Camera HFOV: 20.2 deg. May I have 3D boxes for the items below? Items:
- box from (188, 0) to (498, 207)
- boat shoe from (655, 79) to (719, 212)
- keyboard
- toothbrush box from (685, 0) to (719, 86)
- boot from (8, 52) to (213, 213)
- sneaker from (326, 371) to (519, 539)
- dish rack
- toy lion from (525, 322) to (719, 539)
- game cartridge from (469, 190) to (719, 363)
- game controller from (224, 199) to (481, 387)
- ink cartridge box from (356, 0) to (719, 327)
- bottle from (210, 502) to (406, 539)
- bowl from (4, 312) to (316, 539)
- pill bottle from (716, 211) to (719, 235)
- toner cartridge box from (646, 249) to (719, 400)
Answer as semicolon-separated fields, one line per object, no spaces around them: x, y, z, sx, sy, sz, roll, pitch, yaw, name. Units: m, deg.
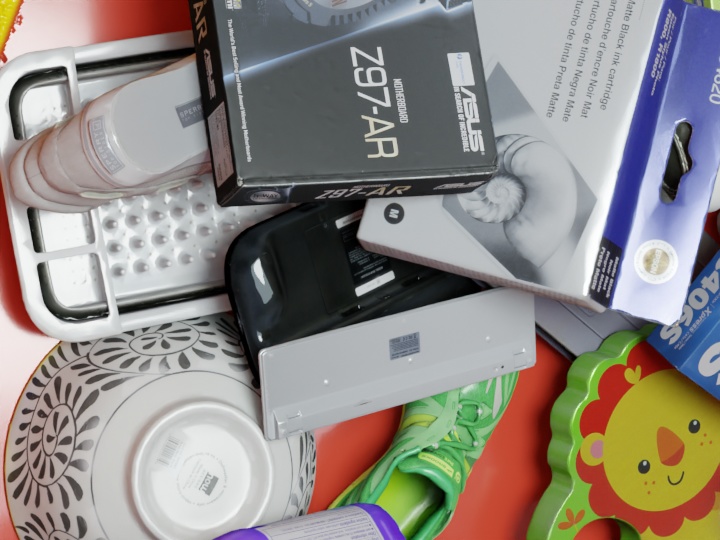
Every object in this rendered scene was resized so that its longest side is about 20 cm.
-0.015;-0.140;1.148;0.159;0.044;0.201;-3;78;-22;box
0.160;-0.117;1.259;0.063;0.071;0.201;-16;67;-29;boat shoe
0.026;0.053;1.220;0.199;0.011;0.057;-14;104;-31;keyboard
0.222;-0.168;1.305;0.086;0.145;0.201;-7;92;-21;toothbrush box
-0.116;-0.083;1.171;0.200;0.095;0.074;-19;92;-55;boot
0.049;0.116;1.272;0.074;0.083;0.201;34;80;-20;sneaker
-0.121;-0.055;1.230;0.199;0.044;0.173;-11;93;-20;dish rack
0.183;0.143;1.319;0.200;0.069;0.192;-42;112;-15;toy lion
0.147;-0.015;1.309;0.200;0.038;0.130;39;74;-35;game cartridge
0.000;0.000;1.247;0.199;0.042;0.105;-25;96;-41;game controller
0.117;-0.085;1.203;0.199;0.041;0.201;14;84;7;ink cartridge box
-0.062;0.183;1.147;0.199;0.084;0.065;-7;56;-44;bottle
-0.105;0.119;1.210;0.199;0.094;0.202;0;90;-21;bowl
0.340;-0.074;1.365;0.200;0.114;0.114;-45;105;-15;pill bottle
0.277;-0.004;1.261;0.095;0.043;0.200;33;99;-36;toner cartridge box
